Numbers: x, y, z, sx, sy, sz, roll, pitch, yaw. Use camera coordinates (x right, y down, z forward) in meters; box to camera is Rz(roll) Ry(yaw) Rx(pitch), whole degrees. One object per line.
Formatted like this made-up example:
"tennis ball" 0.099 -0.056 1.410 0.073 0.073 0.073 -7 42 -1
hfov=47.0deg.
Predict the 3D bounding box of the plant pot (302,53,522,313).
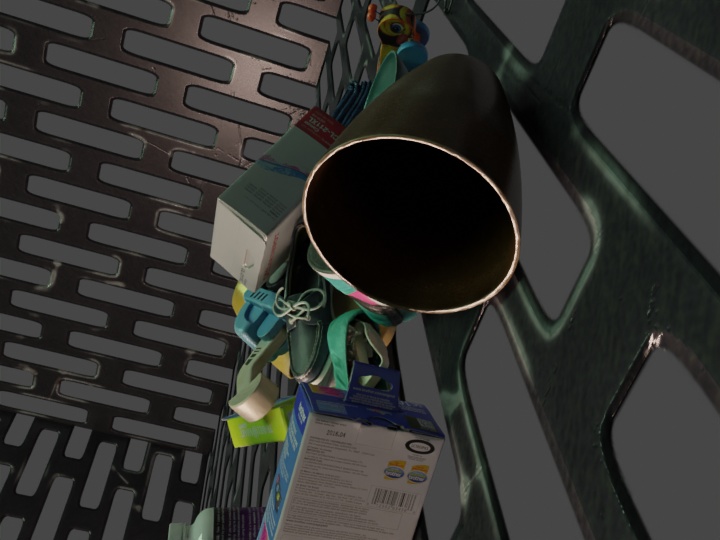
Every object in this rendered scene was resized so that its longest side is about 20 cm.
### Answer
"plant pot" 0.066 -0.100 0.741 0.188 0.185 0.202 117 177 -48

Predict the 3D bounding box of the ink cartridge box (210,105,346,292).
"ink cartridge box" -0.099 -0.091 1.071 0.200 0.082 0.146 -49 -9 -31

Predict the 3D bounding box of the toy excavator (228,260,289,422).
"toy excavator" -0.123 0.094 1.109 0.201 0.100 0.194 -53 28 -13

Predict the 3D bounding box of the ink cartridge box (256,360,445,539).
"ink cartridge box" -0.007 0.191 0.776 0.076 0.134 0.203 -129 54 -70

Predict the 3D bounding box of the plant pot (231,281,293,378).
"plant pot" -0.122 0.050 1.328 0.202 0.140 0.201 -59 -11 -19

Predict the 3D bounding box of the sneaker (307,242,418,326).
"sneaker" 0.047 0.015 0.878 0.198 0.120 0.085 16 75 40

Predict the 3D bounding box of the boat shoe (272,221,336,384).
"boat shoe" -0.064 0.037 0.996 0.074 0.062 0.203 -10 61 34

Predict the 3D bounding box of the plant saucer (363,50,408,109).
"plant saucer" 0.028 -0.181 1.078 0.200 0.035 0.204 -166 89 -78

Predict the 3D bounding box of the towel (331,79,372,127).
"towel" -0.007 -0.198 1.289 0.113 0.048 0.201 -62 -13 -17

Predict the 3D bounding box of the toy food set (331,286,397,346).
"toy food set" 0.000 0.000 1.038 0.199 0.048 0.200 27 88 53

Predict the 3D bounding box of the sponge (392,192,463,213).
"sponge" 0.048 -0.079 0.908 0.200 0.109 0.030 -122 23 -75

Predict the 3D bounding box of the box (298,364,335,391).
"box" -0.047 0.149 1.253 0.159 0.048 0.202 -95 22 -58

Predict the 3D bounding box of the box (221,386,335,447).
"box" -0.095 0.196 1.114 0.199 0.120 0.048 -24 81 56

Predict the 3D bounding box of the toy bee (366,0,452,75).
"toy bee" 0.055 -0.354 1.235 0.132 0.107 0.202 -90 18 -58

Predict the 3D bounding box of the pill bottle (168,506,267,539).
"pill bottle" -0.141 0.355 1.037 0.112 0.196 0.115 -177 90 -80

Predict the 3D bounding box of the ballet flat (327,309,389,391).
"ballet flat" 0.007 0.129 0.901 0.070 0.066 0.203 -44 48 42
